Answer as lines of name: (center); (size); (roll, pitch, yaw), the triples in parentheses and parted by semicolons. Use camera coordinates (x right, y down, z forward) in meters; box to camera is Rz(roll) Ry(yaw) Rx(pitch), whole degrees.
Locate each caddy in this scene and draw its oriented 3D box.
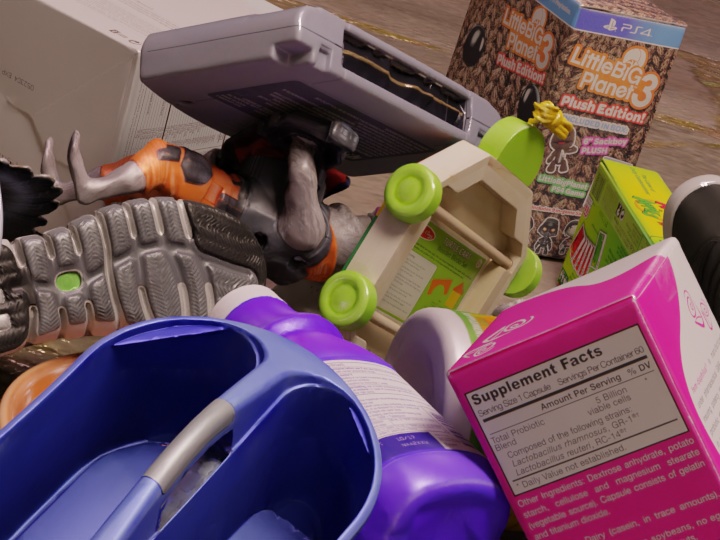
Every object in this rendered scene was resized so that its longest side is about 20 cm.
caddy: (-0.079, 0.101, 0.756); (0.141, 0.105, 0.200); (30, 43, 12)

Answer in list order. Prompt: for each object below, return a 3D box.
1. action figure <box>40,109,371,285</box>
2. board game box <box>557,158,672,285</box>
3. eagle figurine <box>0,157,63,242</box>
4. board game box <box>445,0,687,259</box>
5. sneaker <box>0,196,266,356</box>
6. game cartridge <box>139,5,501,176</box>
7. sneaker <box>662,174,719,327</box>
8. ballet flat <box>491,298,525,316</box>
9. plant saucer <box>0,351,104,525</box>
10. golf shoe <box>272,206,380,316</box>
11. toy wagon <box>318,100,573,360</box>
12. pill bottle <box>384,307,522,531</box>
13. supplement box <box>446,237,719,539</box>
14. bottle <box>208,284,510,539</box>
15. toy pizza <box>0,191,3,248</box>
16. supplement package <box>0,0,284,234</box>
action figure: (-0.089, -0.030, 1.062); (0.192, 0.105, 0.200); (12, -15, -17)
board game box: (0.191, 0.010, 1.256); (0.047, 0.102, 0.200); (12, 22, -12)
eagle figurine: (-0.273, -0.059, 0.960); (0.199, 0.152, 0.151); (-29, 57, -11)
board game box: (0.143, -0.133, 1.427); (0.096, 0.201, 0.160); (6, 24, -27)
sneaker: (-0.157, 0.008, 0.978); (0.199, 0.076, 0.115); (-6, -3, -31)
game cartridge: (-0.025, -0.098, 1.050); (0.133, 0.041, 0.200); (-9, -18, 35)
sneaker: (0.236, 0.048, 1.113); (0.070, 0.201, 0.099); (-21, 30, -2)
ballet flat: (0.164, 0.067, 1.132); (0.199, 0.072, 0.072); (26, 23, 15)
plant saucer: (-0.084, 0.103, 0.909); (0.199, 0.038, 0.200); (16, 21, -6)
golf shoe: (0.000, 0.000, 1.148); (0.075, 0.092, 0.200); (27, 25, 21)
toy wagon: (0.053, -0.013, 1.062); (0.039, 0.201, 0.155); (30, -1, 34)
pill bottle: (0.116, 0.088, 0.997); (0.199, 0.112, 0.111); (9, 23, -21)
supplement box: (0.137, 0.102, 0.852); (0.103, 0.201, 0.101); (-23, 6, 25)
bottle: (-0.011, 0.074, 0.895); (0.083, 0.066, 0.200); (6, 24, -39)
toy pizza: (-0.270, -0.021, 0.871); (0.199, 0.201, 0.032); (20, -13, 6)
supplement package: (-0.166, -0.122, 1.230); (0.191, 0.148, 0.200); (29, 24, 27)
